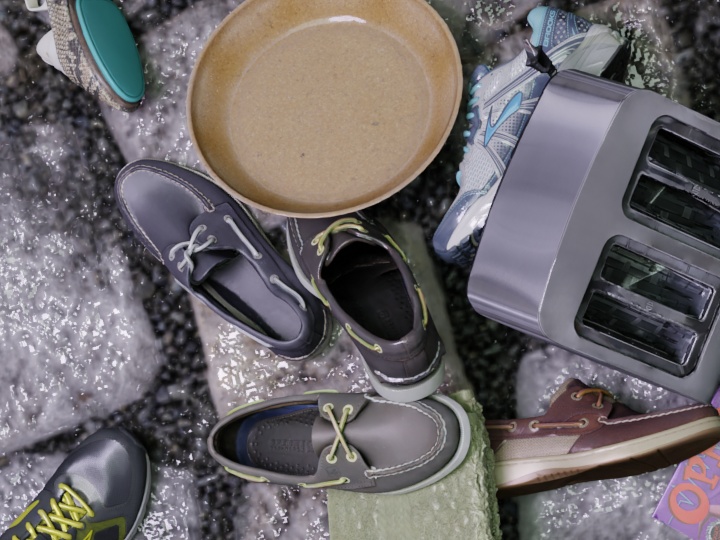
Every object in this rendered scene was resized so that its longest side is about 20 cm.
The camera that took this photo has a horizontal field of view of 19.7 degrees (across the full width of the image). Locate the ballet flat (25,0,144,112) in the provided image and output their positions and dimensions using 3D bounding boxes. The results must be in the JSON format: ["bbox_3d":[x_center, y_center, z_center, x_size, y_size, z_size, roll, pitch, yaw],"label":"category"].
[{"bbox_3d":[-0.214,-0.199,1.521,0.075,0.068,0.202,-23,78,29],"label":"ballet flat"}]

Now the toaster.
[{"bbox_3d":[0.178,-0.028,1.378,0.199,0.119,0.182,22,90,-25],"label":"toaster"}]

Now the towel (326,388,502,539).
[{"bbox_3d":[0.040,0.191,1.439,0.148,0.036,0.202,-14,78,39],"label":"towel"}]

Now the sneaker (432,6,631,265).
[{"bbox_3d":[0.105,-0.096,1.463,0.086,0.078,0.201,34,86,21],"label":"sneaker"}]

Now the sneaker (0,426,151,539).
[{"bbox_3d":[-0.222,0.201,1.487,0.074,0.085,0.201,35,93,8],"label":"sneaker"}]

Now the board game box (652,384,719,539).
[{"bbox_3d":[0.300,0.111,1.437,0.119,0.032,0.201,28,92,13],"label":"board game box"}]

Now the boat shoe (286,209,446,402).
[{"bbox_3d":[0.000,0.000,1.428,0.071,0.061,0.202,-26,50,-9],"label":"boat shoe"}]

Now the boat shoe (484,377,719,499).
[{"bbox_3d":[0.152,0.109,1.436,0.198,0.072,0.073,-15,73,23],"label":"boat shoe"}]

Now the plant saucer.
[{"bbox_3d":[-0.024,-0.119,1.467,0.198,0.036,0.202,-5,63,9],"label":"plant saucer"}]

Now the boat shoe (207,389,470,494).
[{"bbox_3d":[-0.017,0.118,1.428,0.200,0.060,0.073,-7,79,37],"label":"boat shoe"}]

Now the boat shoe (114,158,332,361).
[{"bbox_3d":[-0.102,-0.012,1.488,0.200,0.063,0.073,42,94,9],"label":"boat shoe"}]
